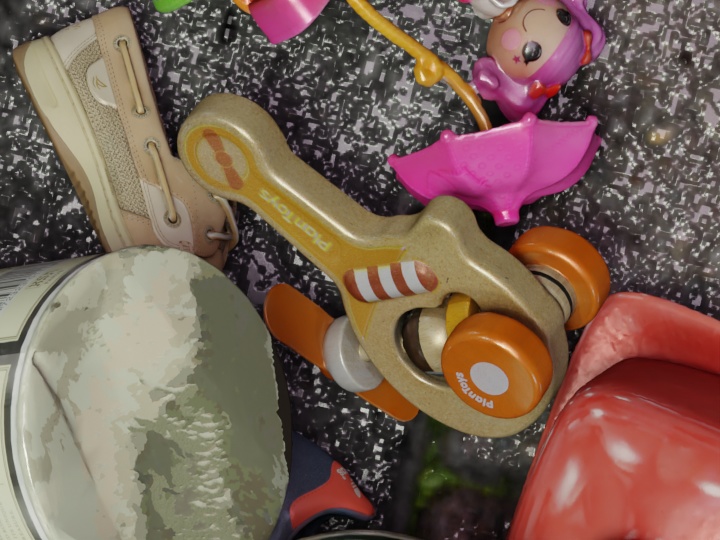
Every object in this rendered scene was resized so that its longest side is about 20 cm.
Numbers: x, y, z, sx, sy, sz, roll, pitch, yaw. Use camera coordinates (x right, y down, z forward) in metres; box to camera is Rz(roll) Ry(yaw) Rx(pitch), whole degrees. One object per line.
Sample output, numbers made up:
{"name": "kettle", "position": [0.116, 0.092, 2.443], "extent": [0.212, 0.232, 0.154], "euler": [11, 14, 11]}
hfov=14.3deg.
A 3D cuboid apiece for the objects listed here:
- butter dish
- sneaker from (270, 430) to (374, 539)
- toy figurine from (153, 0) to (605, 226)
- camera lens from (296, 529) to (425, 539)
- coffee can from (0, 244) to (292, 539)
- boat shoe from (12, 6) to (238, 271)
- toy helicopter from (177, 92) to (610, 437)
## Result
{"name": "butter dish", "position": [0.132, 0.129, 1.197], "extent": [0.199, 0.148, 0.201], "euler": [23, 100, 27]}
{"name": "sneaker", "position": [-0.065, 0.166, 1.275], "extent": [0.084, 0.075, 0.200], "euler": [32, 91, 6]}
{"name": "toy figurine", "position": [0.040, -0.115, 1.262], "extent": [0.184, 0.150, 0.200], "euler": [48, 66, -13]}
{"name": "camera lens", "position": [0.003, 0.210, 1.162], "extent": [0.159, 0.200, 0.160], "euler": [-2, 60, 3]}
{"name": "coffee can", "position": [-0.148, 0.072, 1.195], "extent": [0.200, 0.146, 0.147], "euler": [-7, 91, 44]}
{"name": "boat shoe", "position": [-0.086, -0.025, 1.268], "extent": [0.064, 0.071, 0.200], "euler": [-26, 80, -5]}
{"name": "toy helicopter", "position": [0.000, 0.000, 1.242], "extent": [0.200, 0.132, 0.079], "euler": [39, 49, -3]}
